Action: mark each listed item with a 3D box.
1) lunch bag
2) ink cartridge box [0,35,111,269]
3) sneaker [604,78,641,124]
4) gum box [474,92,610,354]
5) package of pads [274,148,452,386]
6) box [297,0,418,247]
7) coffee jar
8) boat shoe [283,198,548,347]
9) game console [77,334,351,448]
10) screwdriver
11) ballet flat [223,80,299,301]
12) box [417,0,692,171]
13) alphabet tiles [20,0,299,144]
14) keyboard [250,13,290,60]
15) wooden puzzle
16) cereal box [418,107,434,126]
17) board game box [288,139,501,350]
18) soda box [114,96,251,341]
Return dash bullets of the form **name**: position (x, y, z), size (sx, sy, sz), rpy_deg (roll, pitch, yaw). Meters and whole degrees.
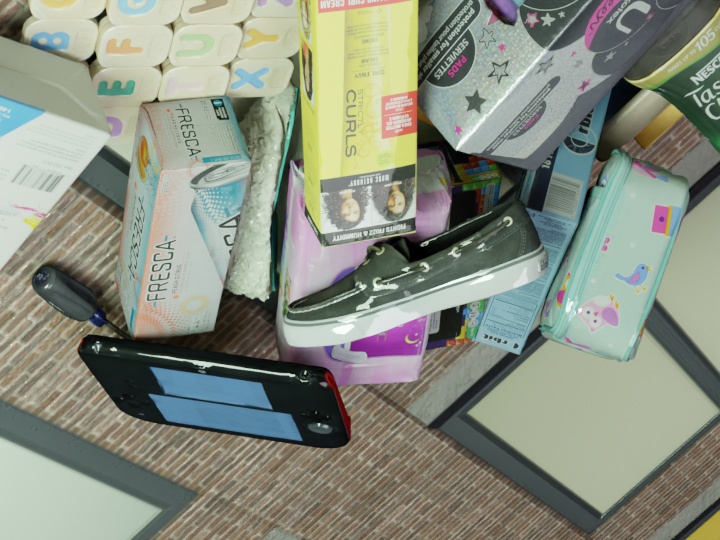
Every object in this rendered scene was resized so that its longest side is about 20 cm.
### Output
- **lunch bag**: position (0.198, -0.014, 1.237), size (0.200, 0.076, 0.162), rpy_deg (10, 98, -87)
- **ink cartridge box**: position (-0.266, -0.056, 1.009), size (0.114, 0.068, 0.200), rpy_deg (16, 127, -46)
- **sneaker**: position (0.240, -0.191, 1.299), size (0.065, 0.079, 0.201), rpy_deg (-12, 139, -35)
- **gum box**: position (0.148, -0.055, 1.261), size (0.044, 0.171, 0.201), rpy_deg (17, 148, 2)
- **package of pads**: position (0.000, 0.000, 1.201), size (0.119, 0.076, 0.201), rpy_deg (-3, 136, -10)
- **box**: position (-0.001, -0.117, 1.040), size (0.074, 0.050, 0.202), rpy_deg (-9, 122, -14)
- **coffee jar**: position (0.269, -0.154, 1.179), size (0.199, 0.086, 0.104), rpy_deg (33, 119, -29)
- **boat shoe**: position (0.034, 0.001, 1.118), size (0.198, 0.069, 0.057), rpy_deg (-17, 104, 10)
- **game console**: position (-0.109, 0.097, 1.233), size (0.197, 0.031, 0.177), rpy_deg (7, 163, 8)
- **screwdriver**: position (-0.195, 0.047, 1.234), size (0.029, 0.028, 0.200), rpy_deg (-12, 150, 18)
- **ballet flat**: position (-0.087, -0.055, 1.185), size (0.071, 0.072, 0.202), rpy_deg (-16, 137, -27)
- **box**: position (0.127, -0.182, 1.084), size (0.200, 0.115, 0.132), rpy_deg (-48, 155, 20)
- **alphabet tiles**: position (-0.126, -0.152, 1.037), size (0.193, 0.015, 0.201), rpy_deg (-4, 146, -23)
- **keyboard**: position (-0.083, -0.209, 1.024), size (0.055, 0.011, 0.201), rpy_deg (2, 145, 6)
- **wooden puzzle**: position (0.285, -0.161, 1.322), size (0.185, 0.037, 0.200), rpy_deg (-43, 172, 22)
- **cereal box**: position (0.121, -0.193, 1.225), size (0.143, 0.040, 0.201), rpy_deg (15, 120, -48)
- **board game box**: position (0.024, -0.011, 1.299), size (0.163, 0.057, 0.201), rpy_deg (-8, 138, -11)
- **soda box**: position (-0.131, -0.033, 1.137), size (0.068, 0.064, 0.201), rpy_deg (-8, 145, -21)
